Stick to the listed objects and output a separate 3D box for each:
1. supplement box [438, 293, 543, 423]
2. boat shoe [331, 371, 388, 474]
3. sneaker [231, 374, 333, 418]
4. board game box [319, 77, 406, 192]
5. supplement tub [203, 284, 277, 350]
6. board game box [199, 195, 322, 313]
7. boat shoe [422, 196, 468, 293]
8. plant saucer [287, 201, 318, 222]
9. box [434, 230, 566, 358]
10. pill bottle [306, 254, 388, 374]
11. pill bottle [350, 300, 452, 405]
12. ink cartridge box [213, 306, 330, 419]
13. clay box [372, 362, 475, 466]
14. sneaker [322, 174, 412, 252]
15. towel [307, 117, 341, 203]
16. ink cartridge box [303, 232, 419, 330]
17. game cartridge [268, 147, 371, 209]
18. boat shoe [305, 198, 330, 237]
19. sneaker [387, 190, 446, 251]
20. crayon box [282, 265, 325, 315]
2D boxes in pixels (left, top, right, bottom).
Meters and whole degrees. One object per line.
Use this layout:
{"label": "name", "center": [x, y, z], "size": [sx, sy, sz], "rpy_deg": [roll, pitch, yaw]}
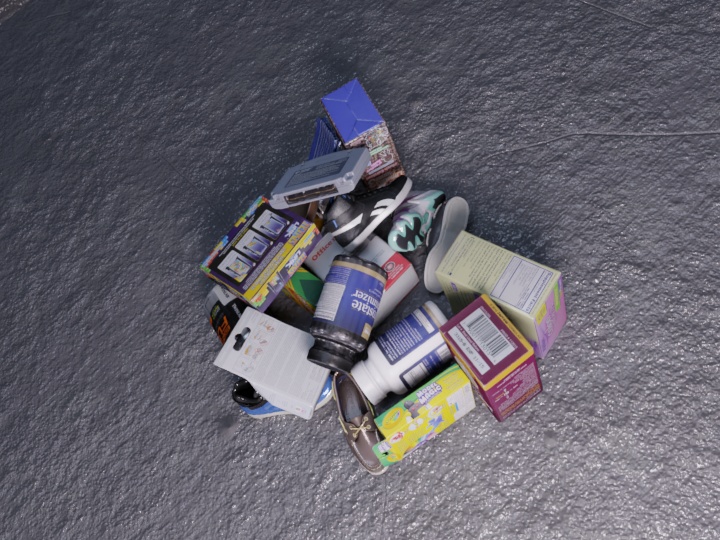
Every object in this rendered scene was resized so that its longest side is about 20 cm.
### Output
{"label": "supplement box", "center": [0.224, 0.152, 1.128], "size": [0.103, 0.200, 0.131], "rpy_deg": [-37, 55, -2]}
{"label": "boat shoe", "center": [-0.004, 0.276, 1.227], "size": [0.071, 0.060, 0.202], "rpy_deg": [-24, 60, 5]}
{"label": "sneaker", "center": [-0.152, 0.229, 1.285], "size": [0.197, 0.111, 0.078], "rpy_deg": [-13, 57, 14]}
{"label": "board game box", "center": [0.010, -0.285, 1.462], "size": [0.096, 0.201, 0.161], "rpy_deg": [-28, 55, 2]}
{"label": "supplement tub", "center": [-0.233, 0.119, 1.373], "size": [0.122, 0.123, 0.200], "rpy_deg": [-39, 55, -4]}
{"label": "board game box", "center": [-0.199, -0.037, 1.337], "size": [0.164, 0.057, 0.201], "rpy_deg": [29, 72, 31]}
{"label": "boat shoe", "center": [0.164, -0.052, 1.353], "size": [0.060, 0.073, 0.203], "rpy_deg": [-5, 70, 66]}
{"label": "plant saucer", "center": [-0.144, -0.126, 1.466], "size": [0.200, 0.036, 0.203], "rpy_deg": [-38, 42, 43]}
{"label": "box", "center": [0.255, 0.043, 1.193], "size": [0.199, 0.176, 0.097], "rpy_deg": [28, 74, 32]}
{"label": "pill bottle", "center": [-0.028, 0.082, 1.228], "size": [0.110, 0.112, 0.203], "rpy_deg": [12, 75, 26]}
{"label": "pill bottle", "center": [0.082, 0.157, 1.235], "size": [0.199, 0.111, 0.111], "rpy_deg": [-36, 55, -1]}
{"label": "ink cartridge box", "center": [-0.156, 0.172, 1.255], "size": [0.197, 0.058, 0.163], "rpy_deg": [20, 42, 4]}
{"label": "clay box", "center": [0.104, 0.255, 1.157], "size": [0.198, 0.115, 0.048], "rpy_deg": [-32, 54, -7]}
{"label": "sneaker", "center": [0.007, -0.144, 1.328], "size": [0.200, 0.112, 0.073], "rpy_deg": [-47, 15, -11]}
{"label": "towel", "center": [-0.089, -0.253, 1.497], "size": [0.024, 0.147, 0.201], "rpy_deg": [10, 23, -18]}
{"label": "ink cartridge box", "center": [0.000, 0.000, 1.373], "size": [0.144, 0.084, 0.200], "rpy_deg": [-45, 57, -7]}
{"label": "game cartridge", "center": [-0.078, -0.188, 1.334], "size": [0.198, 0.042, 0.134], "rpy_deg": [-10, 30, 30]}
{"label": "boat shoe", "center": [-0.092, -0.122, 1.487], "size": [0.070, 0.070, 0.203], "rpy_deg": [1, 62, 22]}
{"label": "sneaker", "center": [0.079, -0.108, 1.394], "size": [0.138, 0.079, 0.200], "rpy_deg": [12, 36, 35]}
{"label": "crayon box", "center": [-0.119, 0.037, 1.375], "size": [0.199, 0.127, 0.051], "rpy_deg": [33, 76, 34]}
